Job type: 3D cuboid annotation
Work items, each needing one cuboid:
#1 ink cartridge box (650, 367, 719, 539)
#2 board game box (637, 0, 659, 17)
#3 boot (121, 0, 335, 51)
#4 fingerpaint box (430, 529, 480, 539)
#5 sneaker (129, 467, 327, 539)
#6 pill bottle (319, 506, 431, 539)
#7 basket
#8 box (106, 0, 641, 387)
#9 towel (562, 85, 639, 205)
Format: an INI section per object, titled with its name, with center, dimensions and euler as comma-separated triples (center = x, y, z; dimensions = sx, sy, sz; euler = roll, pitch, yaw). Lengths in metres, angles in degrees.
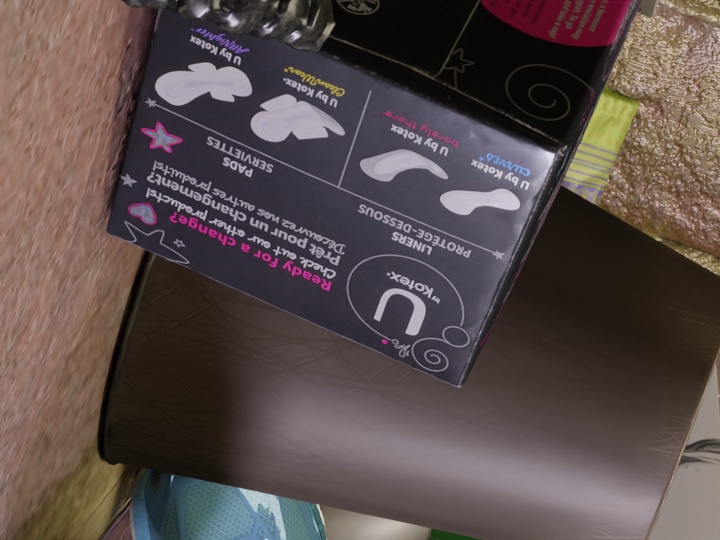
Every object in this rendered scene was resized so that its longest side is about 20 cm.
[ink cartridge box]
center = 0.136, 0.133, 1.277
dimensions = 0.146, 0.084, 0.201
euler = 129, -36, -63
[board game box]
center = 0.088, -0.216, 0.920
dimensions = 0.034, 0.134, 0.201
euler = 71, 40, -80
[boot]
center = -0.006, -0.141, 0.604
dimensions = 0.211, 0.079, 0.158
euler = -20, 124, -68
[fingerpaint box]
center = 0.004, 0.196, 1.197
dimensions = 0.073, 0.199, 0.167
euler = -64, 171, -45
[sneaker]
center = -0.033, 0.155, 0.952
dimensions = 0.090, 0.078, 0.200
euler = -133, -157, -68
[pill bottle]
center = -0.033, 0.181, 1.068
dimensions = 0.111, 0.110, 0.201
euler = -48, 148, -73
[basket]
center = 0.028, 0.022, 0.870
dimensions = 0.136, 0.199, 0.181
euler = -22, 131, -81
[box]
center = 0.018, -0.083, 0.767
dimensions = 0.200, 0.132, 0.115
euler = -62, 174, -45
[towel]
center = 0.071, -0.001, 1.087
dimensions = 0.144, 0.023, 0.201
euler = 18, 89, -60
